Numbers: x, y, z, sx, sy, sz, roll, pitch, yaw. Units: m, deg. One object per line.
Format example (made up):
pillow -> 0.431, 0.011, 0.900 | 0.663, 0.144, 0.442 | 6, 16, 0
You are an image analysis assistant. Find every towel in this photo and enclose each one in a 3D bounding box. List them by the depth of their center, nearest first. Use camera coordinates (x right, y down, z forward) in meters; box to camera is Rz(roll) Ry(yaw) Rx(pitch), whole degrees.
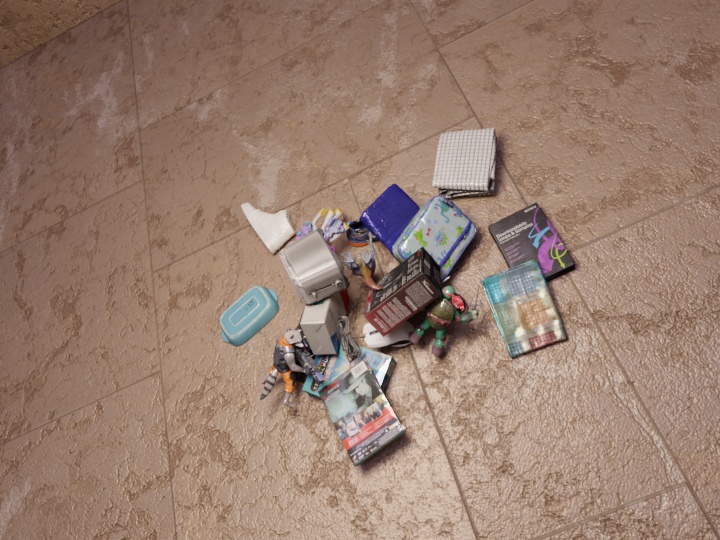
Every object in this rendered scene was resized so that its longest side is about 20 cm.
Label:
towel -> 0.385, 0.088, 1.292 | 0.144, 0.022, 0.204 | -21, 72, 10
towel -> 0.109, -0.117, 1.468 | 0.148, 0.050, 0.200 | -43, 87, -11
towel -> 0.294, -0.292, 1.513 | 0.162, 0.086, 0.204 | 1, 63, 19

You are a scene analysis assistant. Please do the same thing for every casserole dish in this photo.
casserole dish -> -0.324, 0.123, 1.556 | 0.199, 0.039, 0.121 | -41, 58, -4

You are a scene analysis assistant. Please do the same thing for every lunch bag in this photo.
lunch bag -> 0.194, -0.077, 1.404 | 0.160, 0.082, 0.201 | 40, 81, -8

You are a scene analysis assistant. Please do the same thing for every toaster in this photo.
toaster -> -0.120, -0.013, 1.355 | 0.127, 0.115, 0.201 | -26, 48, -7

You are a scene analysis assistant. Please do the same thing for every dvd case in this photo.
dvd case -> 0.000, 0.330, 1.284 | 0.145, 0.022, 0.201 | -35, 60, 3

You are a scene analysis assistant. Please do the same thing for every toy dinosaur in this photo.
toy dinosaur -> 0.000, 0.000, 1.418 | 0.103, 0.182, 0.204 | -16, 66, 5

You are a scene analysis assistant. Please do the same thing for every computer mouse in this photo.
computer mouse -> 0.045, 0.153, 1.353 | 0.196, 0.044, 0.112 | -8, 61, -13

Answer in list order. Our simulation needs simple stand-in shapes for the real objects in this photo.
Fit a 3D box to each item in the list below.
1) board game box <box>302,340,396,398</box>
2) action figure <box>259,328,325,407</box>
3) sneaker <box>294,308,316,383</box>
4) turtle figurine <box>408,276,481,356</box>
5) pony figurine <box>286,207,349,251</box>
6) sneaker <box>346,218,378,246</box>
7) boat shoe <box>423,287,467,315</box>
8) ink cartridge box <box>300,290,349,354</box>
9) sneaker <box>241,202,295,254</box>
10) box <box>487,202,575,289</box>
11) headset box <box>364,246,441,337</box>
board game box -> -0.029, 0.264, 1.367 | 0.196, 0.047, 0.153 | 14, 69, 26
action figure -> -0.176, 0.240, 1.344 | 0.199, 0.103, 0.197 | 36, 116, 48
sneaker -> -0.136, 0.185, 1.443 | 0.103, 0.060, 0.201 | 31, 84, 33
turtle figurine -> 0.191, 0.098, 1.291 | 0.149, 0.100, 0.203 | 37, 119, 27
pony figurine -> -0.118, -0.073, 1.518 | 0.200, 0.165, 0.194 | -48, 29, 14
sneaker -> 0.047, -0.122, 1.518 | 0.196, 0.079, 0.077 | -17, 60, 12
boat shoe -> 0.172, 0.070, 1.383 | 0.197, 0.060, 0.075 | 16, 70, 26
ink cartridge box -> -0.086, 0.100, 1.398 | 0.066, 0.118, 0.202 | -5, 40, 16
sneaker -> -0.276, -0.155, 1.666 | 0.115, 0.074, 0.201 | -38, 67, -4
box -> 0.426, -0.061, 1.370 | 0.141, 0.036, 0.203 | -26, 58, 7
headset box -> 0.095, 0.055, 1.309 | 0.199, 0.077, 0.149 | -40, 15, 21
